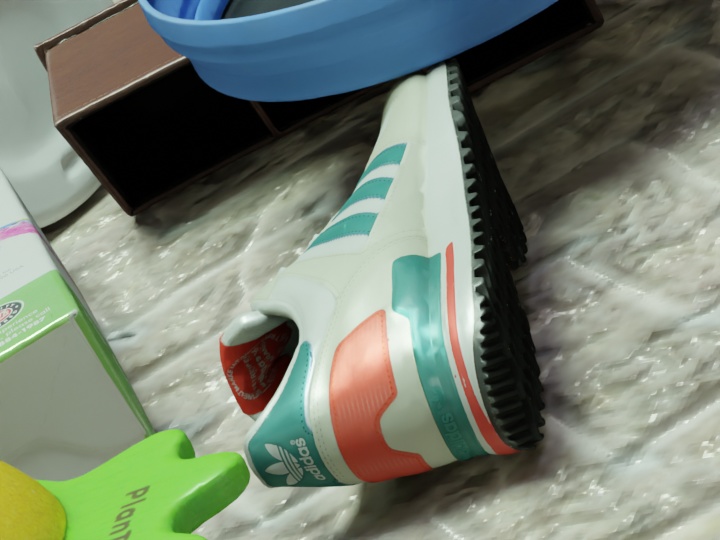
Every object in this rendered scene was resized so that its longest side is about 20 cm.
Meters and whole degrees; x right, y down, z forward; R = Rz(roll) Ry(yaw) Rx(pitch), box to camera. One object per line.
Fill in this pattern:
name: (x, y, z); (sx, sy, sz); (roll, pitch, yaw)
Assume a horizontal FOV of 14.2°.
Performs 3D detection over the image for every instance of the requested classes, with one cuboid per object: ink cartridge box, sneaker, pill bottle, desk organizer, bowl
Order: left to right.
pill bottle: (-0.195, -0.077, 1.190); (0.120, 0.120, 0.200); (-43, 27, -28)
ink cartridge box: (-0.148, 0.034, 0.985); (0.117, 0.067, 0.200); (-32, 25, -3)
desk organizer: (-0.016, -0.087, 1.079); (0.200, 0.072, 0.077); (-27, 27, 4)
sneaker: (0.000, 0.001, 0.887); (0.093, 0.070, 0.200); (-18, 28, 9)
bowl: (0.020, -0.125, 0.984); (0.200, 0.039, 0.201); (-22, 27, 12)

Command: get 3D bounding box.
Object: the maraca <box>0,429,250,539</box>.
maraca: (-0.123, 0.096, 0.789); (0.200, 0.107, 0.137); (-20, 25, 18)
